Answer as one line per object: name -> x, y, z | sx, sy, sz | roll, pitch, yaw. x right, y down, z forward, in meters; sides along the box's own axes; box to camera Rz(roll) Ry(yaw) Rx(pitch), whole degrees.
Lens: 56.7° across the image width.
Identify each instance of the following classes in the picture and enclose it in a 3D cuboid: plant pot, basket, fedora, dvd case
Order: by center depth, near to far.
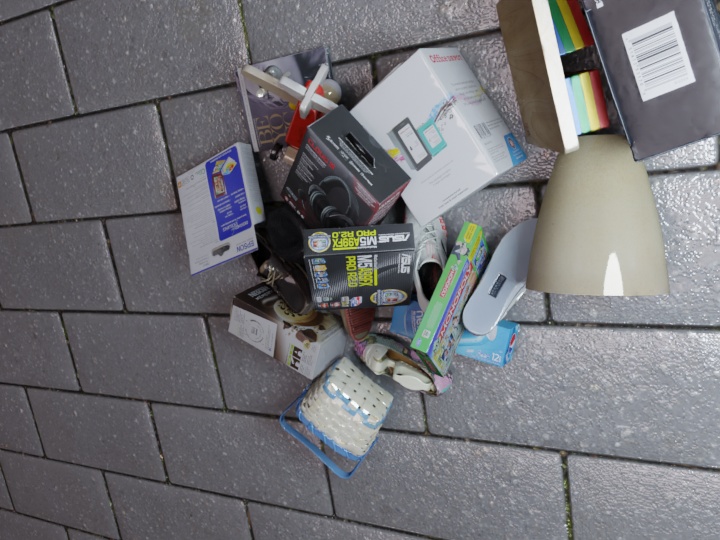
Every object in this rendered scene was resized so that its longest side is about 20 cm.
plant pot -> 0.318, -0.075, 0.900 | 0.185, 0.187, 0.204 | 1, 93, 30
fedora -> -0.098, -0.070, 1.137 | 0.199, 0.091, 0.204 | 7, 99, 53
dvd case -> -0.128, -0.293, 1.166 | 0.197, 0.016, 0.151 | -2, 106, 31
basket -> -0.041, 0.277, 1.232 | 0.176, 0.139, 0.201 | 39, 117, 1

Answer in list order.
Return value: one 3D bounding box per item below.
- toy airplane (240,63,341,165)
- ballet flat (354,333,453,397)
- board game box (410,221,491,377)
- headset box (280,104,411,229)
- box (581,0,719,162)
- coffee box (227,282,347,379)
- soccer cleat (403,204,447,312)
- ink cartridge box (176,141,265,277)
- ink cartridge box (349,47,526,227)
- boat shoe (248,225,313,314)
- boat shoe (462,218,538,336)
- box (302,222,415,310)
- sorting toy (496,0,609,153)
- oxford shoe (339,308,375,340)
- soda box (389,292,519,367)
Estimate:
toy airplane -> -0.072, -0.258, 1.055 | 0.197, 0.142, 0.201 | 3, 142, 40
ballet flat -> 0.065, 0.168, 1.177 | 0.198, 0.071, 0.070 | 21, 117, 23
board game box -> 0.140, 0.047, 0.995 | 0.029, 0.135, 0.202 | 19, 75, 24
headset box -> -0.024, -0.127, 0.975 | 0.149, 0.077, 0.200 | 47, 150, 6
box -> 0.361, -0.253, 0.782 | 0.116, 0.199, 0.199 | -17, 98, 34
coffee box -> -0.134, 0.105, 1.248 | 0.198, 0.113, 0.081 | 25, 117, 20
soccer cleat -> 0.106, -0.028, 1.048 | 0.067, 0.085, 0.203 | -7, 78, 5
ink cartridge box -> -0.261, -0.110, 1.252 | 0.196, 0.047, 0.203 | -18, 82, 37
ink cartridge box -> 0.115, -0.199, 0.978 | 0.145, 0.146, 0.202 | -33, 88, 35
boat shoe -> -0.157, 0.003, 1.224 | 0.201, 0.073, 0.075 | 52, 123, 25
boat shoe -> 0.226, 0.016, 1.021 | 0.074, 0.086, 0.204 | 31, 85, 15
box -> 0.000, 0.000, 1.008 | 0.157, 0.201, 0.045 | -3, 64, 0
sorting toy -> 0.248, -0.265, 0.861 | 0.069, 0.200, 0.202 | -16, 103, 5
oxford shoe -> -0.023, 0.024, 1.191 | 0.074, 0.070, 0.203 | 4, 103, 48
soda box -> 0.153, 0.094, 1.096 | 0.197, 0.068, 0.065 | 15, 100, 25
